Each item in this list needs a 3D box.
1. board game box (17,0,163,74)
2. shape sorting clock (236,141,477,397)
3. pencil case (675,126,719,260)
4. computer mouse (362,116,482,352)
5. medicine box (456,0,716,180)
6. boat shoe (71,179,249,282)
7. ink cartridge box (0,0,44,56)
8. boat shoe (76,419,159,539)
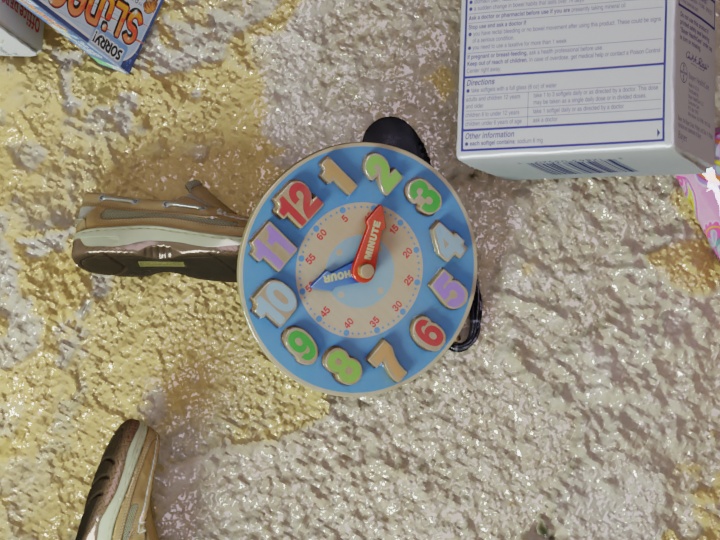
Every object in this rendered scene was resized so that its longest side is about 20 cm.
[{"bbox_3d":[-0.214,-0.254,1.626,0.034,0.200,0.136,21,84,28],"label":"board game box"},{"bbox_3d":[0.000,0.000,1.629,0.198,0.039,0.202,-1,95,-16],"label":"shape sorting clock"},{"bbox_3d":[0.328,-0.024,1.657,0.087,0.087,0.201,-31,85,-3],"label":"pencil case"},{"bbox_3d":[0.051,-0.031,1.680,0.058,0.034,0.201,-22,85,-3],"label":"computer mouse"},{"bbox_3d":[0.179,-0.180,1.628,0.181,0.103,0.202,-1,82,28],"label":"medicine box"},{"bbox_3d":[-0.131,-0.037,1.668,0.198,0.072,0.077,4,68,-1],"label":"boat shoe"},{"bbox_3d":[-0.305,-0.281,1.650,0.087,0.145,0.202,0,84,8],"label":"ink cartridge box"},{"bbox_3d":[-0.185,0.220,1.635,0.076,0.072,0.201,18,91,-12],"label":"boat shoe"}]
